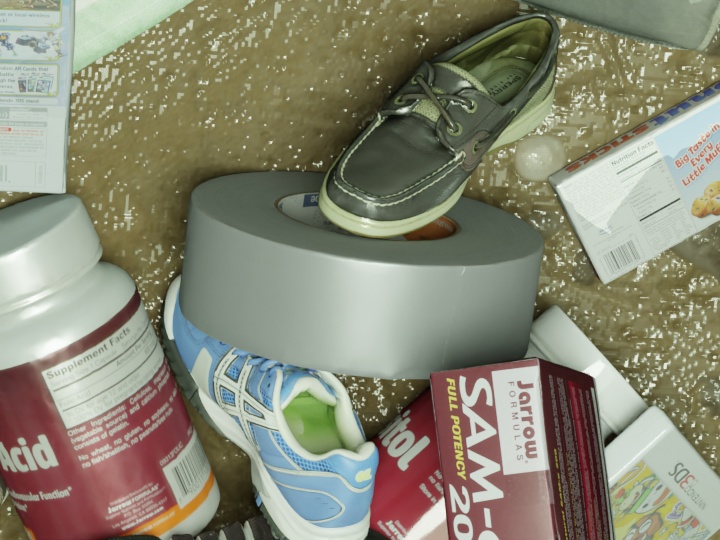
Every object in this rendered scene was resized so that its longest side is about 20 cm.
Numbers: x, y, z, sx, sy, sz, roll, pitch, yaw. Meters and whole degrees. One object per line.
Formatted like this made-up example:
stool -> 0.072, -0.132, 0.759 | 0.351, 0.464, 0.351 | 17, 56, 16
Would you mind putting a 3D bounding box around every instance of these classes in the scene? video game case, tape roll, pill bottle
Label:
video game case -> 0.132, 0.179, 1.538 | 0.200, 0.023, 0.182 | -42, 151, 3
tape roll -> 0.000, 0.000, 1.430 | 0.199, 0.200, 0.066 | 5, 106, -12
video game case -> -0.254, -0.118, 1.373 | 0.199, 0.046, 0.182 | 2, 142, -8
pill bottle -> 0.070, 0.118, 1.522 | 0.200, 0.113, 0.113 | -42, 108, 2
pill bottle -> -0.166, 0.066, 1.461 | 0.114, 0.114, 0.201 | -23, 108, -4

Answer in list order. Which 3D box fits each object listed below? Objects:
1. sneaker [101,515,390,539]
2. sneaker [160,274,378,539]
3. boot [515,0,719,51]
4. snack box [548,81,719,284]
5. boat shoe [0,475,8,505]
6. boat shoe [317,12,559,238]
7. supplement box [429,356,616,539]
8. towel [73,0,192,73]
sneaker -> -0.072, 0.201, 1.454 | 0.199, 0.076, 0.116 | 1, 133, -15
sneaker -> -0.046, 0.067, 1.456 | 0.076, 0.200, 0.077 | -16, 144, -35
boot -> 0.124, -0.220, 1.461 | 0.199, 0.073, 0.182 | 7, 117, -6
snack box -> 0.216, -0.072, 1.544 | 0.199, 0.024, 0.072 | -29, 108, -2
boat shoe -> -0.289, 0.092, 1.472 | 0.200, 0.060, 0.072 | 34, 96, -17
boat shoe -> 0.047, -0.088, 1.424 | 0.072, 0.201, 0.066 | 31, 133, 21
supplement box -> 0.090, 0.107, 1.359 | 0.061, 0.200, 0.109 | -8, 82, 12
towel -> -0.198, -0.204, 1.430 | 0.152, 0.023, 0.200 | -30, 110, -1
